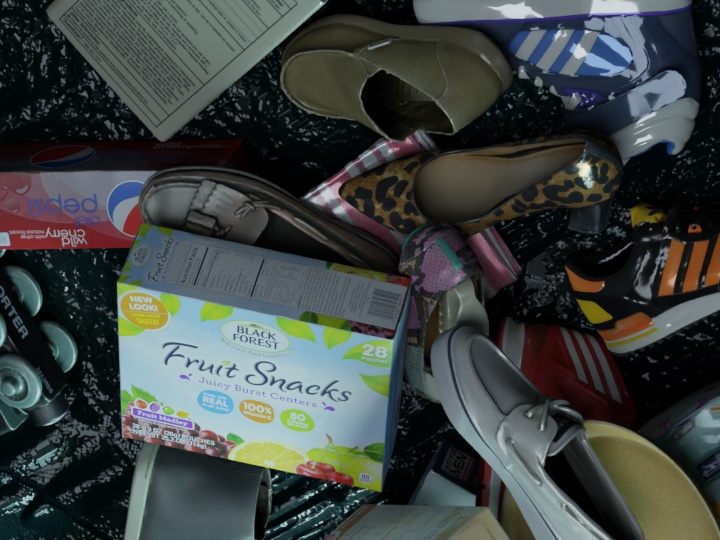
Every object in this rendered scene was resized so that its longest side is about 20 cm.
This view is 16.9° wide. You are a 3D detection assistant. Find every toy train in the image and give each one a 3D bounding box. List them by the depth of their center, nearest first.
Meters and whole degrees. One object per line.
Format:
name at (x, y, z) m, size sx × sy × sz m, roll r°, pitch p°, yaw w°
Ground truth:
toy train at (-0.304, 0.040, 1.875) m, size 0.113 × 0.085 × 0.201 m, roll -21°, pitch 106°, yaw 31°

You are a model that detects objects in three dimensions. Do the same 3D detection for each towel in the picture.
towel at (0.000, 0.000, 1.780) m, size 0.199 × 0.030 × 0.147 m, roll -35°, pitch 103°, yaw 7°

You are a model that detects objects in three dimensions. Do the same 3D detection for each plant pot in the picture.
plant pot at (0.182, 0.197, 1.677) m, size 0.199 × 0.027 × 0.202 m, roll 17°, pitch 115°, yaw 41°

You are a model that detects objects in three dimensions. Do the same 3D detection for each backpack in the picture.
backpack at (0.257, 0.167, 1.737) m, size 0.154 × 0.176 × 0.200 m, roll 49°, pitch 117°, yaw 9°

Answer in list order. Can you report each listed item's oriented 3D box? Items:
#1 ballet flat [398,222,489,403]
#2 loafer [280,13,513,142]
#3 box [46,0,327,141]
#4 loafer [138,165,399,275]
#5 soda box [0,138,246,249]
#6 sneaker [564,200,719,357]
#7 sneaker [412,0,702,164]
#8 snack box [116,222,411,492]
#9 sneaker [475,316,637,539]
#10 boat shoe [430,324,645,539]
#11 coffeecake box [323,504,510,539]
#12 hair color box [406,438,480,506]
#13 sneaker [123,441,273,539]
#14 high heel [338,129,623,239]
ballet flat at (0.066, 0.048, 1.728) m, size 0.069 × 0.071 × 0.201 m, roll -26°, pitch 144°, yaw -14°
loafer at (0.012, -0.132, 1.688) m, size 0.199 × 0.068 × 0.076 m, roll 0°, pitch 134°, yaw 44°
box at (-0.100, -0.205, 1.670) m, size 0.128 × 0.109 × 0.200 m, roll 48°, pitch 132°, yaw -7°
loafer at (-0.063, -0.020, 1.724) m, size 0.199 × 0.063 × 0.072 m, roll 20°, pitch 105°, yaw -7°
soda box at (-0.185, -0.057, 1.805) m, size 0.198 × 0.070 × 0.064 m, roll 0°, pitch 112°, yaw 14°
sneaker at (0.235, -0.019, 1.716) m, size 0.199 × 0.070 × 0.090 m, roll -32°, pitch 105°, yaw 26°
sneaker at (0.138, -0.130, 1.687) m, size 0.198 × 0.081 × 0.148 m, roll -1°, pitch 109°, yaw 9°
snack box at (-0.070, 0.063, 1.720) m, size 0.198 × 0.068 × 0.169 m, roll 11°, pitch 136°, yaw 6°
sneaker at (0.145, 0.138, 1.772) m, size 0.114 × 0.078 × 0.202 m, roll 5°, pitch 89°, yaw 0°
boat shoe at (0.122, 0.117, 1.638) m, size 0.066 × 0.072 × 0.201 m, roll -38°, pitch 78°, yaw 44°
coffeecake box at (0.061, 0.251, 1.745) m, size 0.154 × 0.073 × 0.200 m, roll 56°, pitch 157°, yaw -11°
hair color box at (0.125, 0.223, 1.854) m, size 0.199 × 0.061 × 0.100 m, roll 28°, pitch 116°, yaw 1°
sneaker at (-0.132, 0.234, 1.914) m, size 0.105 × 0.075 × 0.202 m, roll 12°, pitch 114°, yaw 11°
high heel at (0.081, -0.069, 1.670) m, size 0.198 × 0.143 × 0.072 m, roll 3°, pitch 72°, yaw 4°
